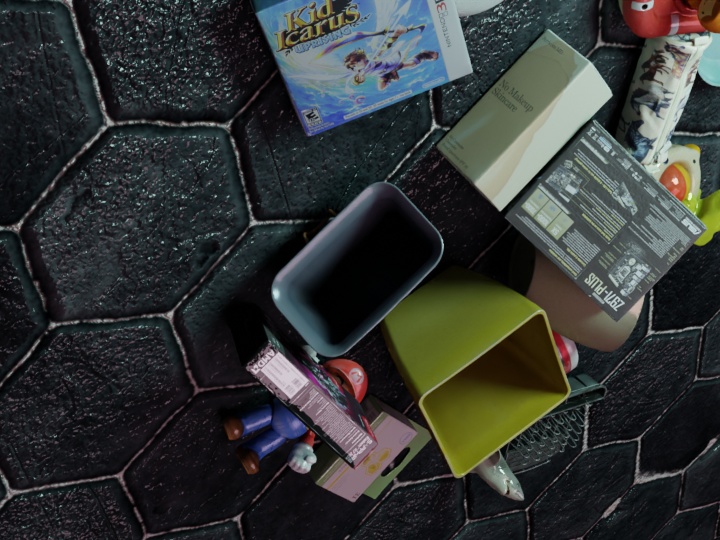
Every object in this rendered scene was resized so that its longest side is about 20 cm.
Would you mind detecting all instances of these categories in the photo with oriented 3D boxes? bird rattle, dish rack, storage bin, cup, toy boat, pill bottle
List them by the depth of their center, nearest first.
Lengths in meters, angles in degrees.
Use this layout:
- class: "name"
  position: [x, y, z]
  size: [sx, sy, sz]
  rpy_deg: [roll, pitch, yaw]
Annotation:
- class: "storage bin"
  position: [0.000, 0.000, 1.514]
  size: [0.200, 0.146, 0.134]
  rpy_deg: [-44, 168, 2]
- class: "toy boat"
  position: [0.416, -0.334, 1.514]
  size: [0.197, 0.131, 0.132]
  rpy_deg: [-8, 131, -10]
- class: "cup"
  position: [0.286, 0.003, 1.711]
  size: [0.141, 0.201, 0.202]
  rpy_deg: [7, 124, -14]
- class: "bird rattle"
  position: [0.435, -0.101, 1.810]
  size: [0.198, 0.112, 0.165]
  rpy_deg: [-13, 112, -26]
- class: "pill bottle"
  position: [0.208, 0.144, 1.815]
  size: [0.199, 0.111, 0.111]
  rpy_deg: [-31, 140, -12]
- class: "dish rack"
  position: [0.309, 0.262, 2.049]
  size: [0.152, 0.055, 0.202]
  rpy_deg: [-12, 132, -30]

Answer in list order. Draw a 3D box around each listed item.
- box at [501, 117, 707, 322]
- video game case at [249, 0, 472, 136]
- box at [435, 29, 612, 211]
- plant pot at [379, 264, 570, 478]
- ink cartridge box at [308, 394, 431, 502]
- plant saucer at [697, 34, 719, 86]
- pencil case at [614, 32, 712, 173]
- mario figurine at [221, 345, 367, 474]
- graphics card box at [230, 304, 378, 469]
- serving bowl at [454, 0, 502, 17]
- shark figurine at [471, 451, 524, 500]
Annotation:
- class: "box"
  position: [0.303, -0.066, 1.569]
  size: [0.200, 0.086, 0.164]
  rpy_deg: [41, 100, -5]
- class: "video game case"
  position: [0.004, -0.248, 1.305]
  size: [0.198, 0.046, 0.182]
  rpy_deg: [-21, 138, 2]
- class: "box"
  position: [0.200, -0.183, 1.526]
  size: [0.200, 0.095, 0.078]
  rpy_deg: [-47, 140, 5]
- class: "plant pot"
  position: [0.136, 0.116, 1.677]
  size: [0.199, 0.177, 0.201]
  rpy_deg: [-35, 137, -8]
- class: "ink cartridge box"
  position: [0.026, 0.276, 1.840]
  size: [0.146, 0.048, 0.200]
  rpy_deg: [-47, 138, 6]
- class: "plant saucer"
  position: [0.516, -0.345, 1.679]
  size: [0.198, 0.036, 0.202]
  rpy_deg: [-21, 137, -22]
- class: "pencil case"
  position: [0.397, -0.233, 1.643]
  size: [0.077, 0.090, 0.202]
  rpy_deg: [-11, 131, -30]
- class: "mario figurine"
  position: [-0.078, 0.182, 1.625]
  size: [0.199, 0.106, 0.124]
  rpy_deg: [-30, 138, -11]
- class: "graphics card box"
  position: [-0.069, 0.141, 1.518]
  size: [0.051, 0.126, 0.200]
  rpy_deg: [-44, 111, 5]
- class: "serving bowl"
  position: [0.128, -0.355, 1.332]
  size: [0.198, 0.066, 0.202]
  rpy_deg: [-21, 136, -22]
- class: "shark figurine"
  position: [0.201, 0.245, 1.951]
  size: [0.089, 0.127, 0.217]
  rpy_deg: [-38, 129, -44]
